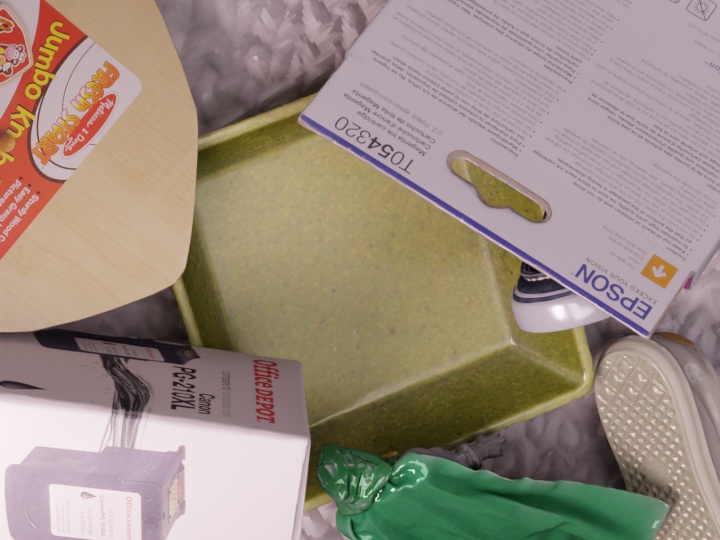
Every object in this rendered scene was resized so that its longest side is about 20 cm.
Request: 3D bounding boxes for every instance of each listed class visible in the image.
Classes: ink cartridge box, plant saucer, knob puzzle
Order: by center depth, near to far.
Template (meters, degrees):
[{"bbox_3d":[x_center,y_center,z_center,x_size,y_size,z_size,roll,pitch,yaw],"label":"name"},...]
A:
[{"bbox_3d":[-0.126,0.082,1.308,0.199,0.145,0.085,9,103,-5],"label":"ink cartridge box"},{"bbox_3d":[-0.164,-0.058,1.331,0.219,0.030,0.221,1,85,-11],"label":"knob puzzle"},{"bbox_3d":[0.100,-0.081,1.357,0.196,0.043,0.200,33,63,10],"label":"ink cartridge box"},{"bbox_3d":[0.000,0.000,1.422,0.199,0.048,0.201,-21,109,-16],"label":"plant saucer"}]

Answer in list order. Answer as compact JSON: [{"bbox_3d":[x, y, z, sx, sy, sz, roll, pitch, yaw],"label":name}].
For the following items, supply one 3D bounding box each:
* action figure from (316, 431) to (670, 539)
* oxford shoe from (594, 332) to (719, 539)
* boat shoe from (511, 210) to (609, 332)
[{"bbox_3d":[0.050,0.121,1.426,0.118,0.055,0.200,-43,140,24],"label":"action figure"},{"bbox_3d":[0.173,0.120,1.508,0.058,0.075,0.201,-37,119,-49],"label":"oxford shoe"},{"bbox_3d":[0.117,-0.045,1.403,0.200,0.071,0.091,-45,122,-55],"label":"boat shoe"}]
